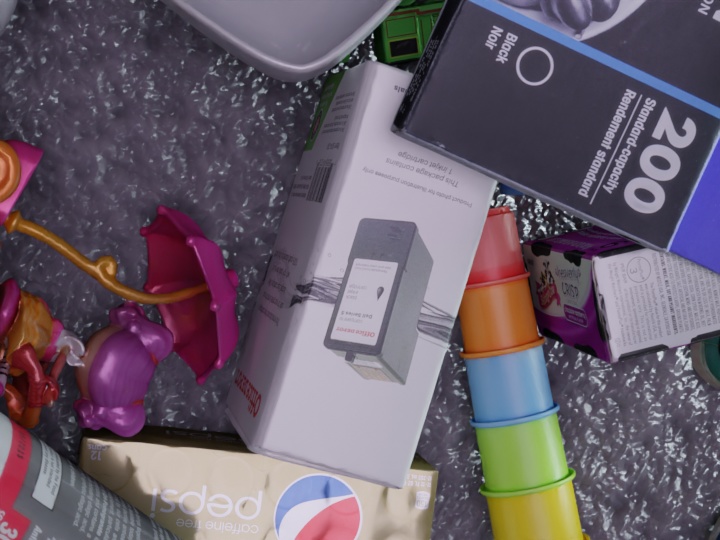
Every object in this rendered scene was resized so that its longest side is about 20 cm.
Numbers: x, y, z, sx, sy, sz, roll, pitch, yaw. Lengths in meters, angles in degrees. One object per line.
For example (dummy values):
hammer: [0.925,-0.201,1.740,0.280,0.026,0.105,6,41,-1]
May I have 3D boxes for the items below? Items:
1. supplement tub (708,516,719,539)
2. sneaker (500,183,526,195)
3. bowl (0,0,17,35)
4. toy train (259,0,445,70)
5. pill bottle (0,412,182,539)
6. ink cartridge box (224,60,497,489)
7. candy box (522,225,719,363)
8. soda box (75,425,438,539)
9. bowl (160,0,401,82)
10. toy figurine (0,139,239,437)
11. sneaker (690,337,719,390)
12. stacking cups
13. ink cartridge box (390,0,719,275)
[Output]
supplement tub: [0.286,0.194,0.856,0.143,0.200,0.146,0,93,-9]
sneaker: [0.167,-0.100,0.888,0.198,0.070,0.079,-13,100,-8]
bowl: [-0.212,-0.186,0.777,0.090,0.201,0.203,-8,95,-29]
toy train: [0.032,-0.147,0.880,0.198,0.042,0.057,-10,104,-8]
pill bottle: [-0.142,0.164,0.767,0.200,0.111,0.111,40,87,-24]
ink cartridge box: [0.000,0.000,0.828,0.083,0.145,0.202,17,91,-11]
candy box: [0.205,-0.007,0.865,0.198,0.136,0.062,-12,96,-9]
soda box: [-0.061,0.130,0.867,0.198,0.064,0.068,7,92,-10]
bowl: [-0.044,-0.208,0.822,0.199,0.075,0.200,38,76,6]
toy figurine: [-0.155,0.021,0.813,0.183,0.150,0.202,24,80,-18]
sneaker: [0.296,0.073,0.911,0.198,0.080,0.072,16,91,-10]
stacking cups: [0.088,0.064,0.888,0.060,0.060,0.202,-10,95,-8]
ink cartridge box: [0.143,-0.117,0.739,0.198,0.043,0.200,22,98,-12]
